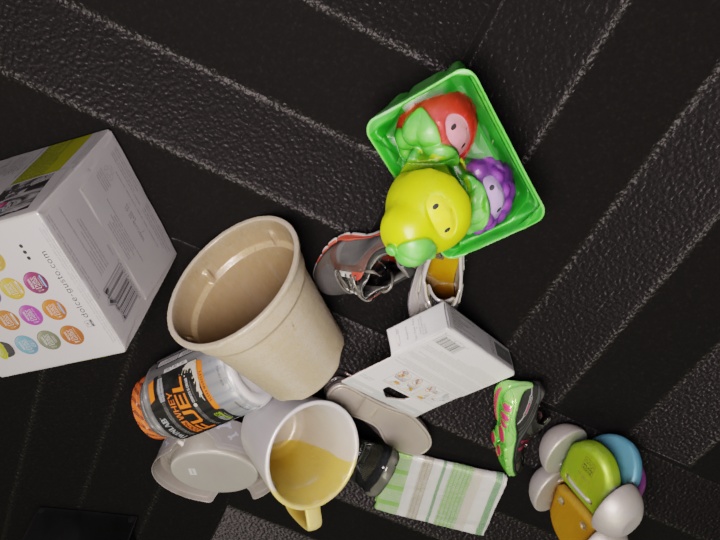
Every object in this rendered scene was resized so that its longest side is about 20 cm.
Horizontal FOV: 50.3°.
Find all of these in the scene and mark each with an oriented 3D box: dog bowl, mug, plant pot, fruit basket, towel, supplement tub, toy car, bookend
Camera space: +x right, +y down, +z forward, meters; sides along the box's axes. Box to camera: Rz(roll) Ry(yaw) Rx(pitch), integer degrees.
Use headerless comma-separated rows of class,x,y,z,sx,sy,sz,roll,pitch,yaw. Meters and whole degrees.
dog bowl,-0.231,0.304,1.230,0.194,0.060,0.203,1,139,1
mug,-0.108,0.261,1.113,0.147,0.152,0.191,22,85,-33
plant pot,-0.118,0.068,1.002,0.196,0.204,0.185,-19,132,21
fruit basket,0.096,-0.097,0.833,0.153,0.218,0.217,-24,120,23
towel,0.129,0.361,1.269,0.195,0.031,0.152,14,124,1
supplement tub,-0.230,0.169,1.118,0.197,0.124,0.123,-26,119,24
toy car,0.356,0.325,1.143,0.147,0.175,0.204,-16,130,-24
bookend,-0.513,0.556,1.454,0.193,0.093,0.204,4,127,5

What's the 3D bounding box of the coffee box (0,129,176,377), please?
coffee box,-0.381,-0.022,0.954,0.193,0.202,0.203,-11,124,16

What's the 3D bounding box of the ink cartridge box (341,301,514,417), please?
ink cartridge box,0.093,0.128,1.045,0.171,0.044,0.199,-27,143,25

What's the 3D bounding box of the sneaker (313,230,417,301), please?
sneaker,0.000,0.000,0.970,0.077,0.083,0.198,44,138,-21

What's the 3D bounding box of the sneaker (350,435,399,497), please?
sneaker,-0.012,0.276,1.151,0.113,0.077,0.199,34,166,-9

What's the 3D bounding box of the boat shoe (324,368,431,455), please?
boat shoe,0.029,0.209,1.160,0.198,0.057,0.067,34,110,-21

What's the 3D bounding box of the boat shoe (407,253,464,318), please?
boat shoe,0.102,0.025,0.999,0.069,0.071,0.204,10,126,0

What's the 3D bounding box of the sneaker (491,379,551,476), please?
sneaker,0.238,0.234,1.125,0.081,0.078,0.203,-12,137,-5
